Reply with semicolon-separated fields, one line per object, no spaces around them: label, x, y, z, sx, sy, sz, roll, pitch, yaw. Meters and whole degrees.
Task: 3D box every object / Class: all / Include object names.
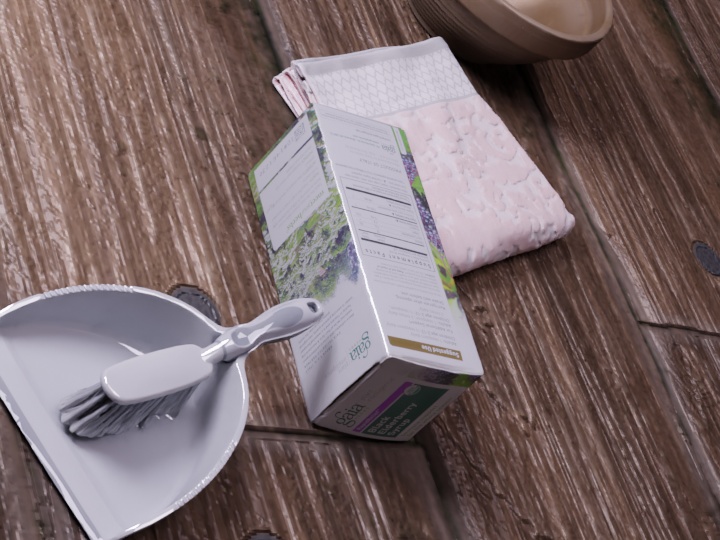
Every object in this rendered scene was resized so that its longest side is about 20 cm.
dustpan and brush;-0.095;0.053;0.934;0.200;0.057;0.140;-18;68;-52
plant pot;0.103;-0.235;1.393;0.200;0.093;0.201;27;38;-23
towel;0.053;-0.086;1.248;0.200;0.032;0.191;-18;68;-51
syrup box;0.000;0.000;1.067;0.081;0.079;0.201;13;46;-38
